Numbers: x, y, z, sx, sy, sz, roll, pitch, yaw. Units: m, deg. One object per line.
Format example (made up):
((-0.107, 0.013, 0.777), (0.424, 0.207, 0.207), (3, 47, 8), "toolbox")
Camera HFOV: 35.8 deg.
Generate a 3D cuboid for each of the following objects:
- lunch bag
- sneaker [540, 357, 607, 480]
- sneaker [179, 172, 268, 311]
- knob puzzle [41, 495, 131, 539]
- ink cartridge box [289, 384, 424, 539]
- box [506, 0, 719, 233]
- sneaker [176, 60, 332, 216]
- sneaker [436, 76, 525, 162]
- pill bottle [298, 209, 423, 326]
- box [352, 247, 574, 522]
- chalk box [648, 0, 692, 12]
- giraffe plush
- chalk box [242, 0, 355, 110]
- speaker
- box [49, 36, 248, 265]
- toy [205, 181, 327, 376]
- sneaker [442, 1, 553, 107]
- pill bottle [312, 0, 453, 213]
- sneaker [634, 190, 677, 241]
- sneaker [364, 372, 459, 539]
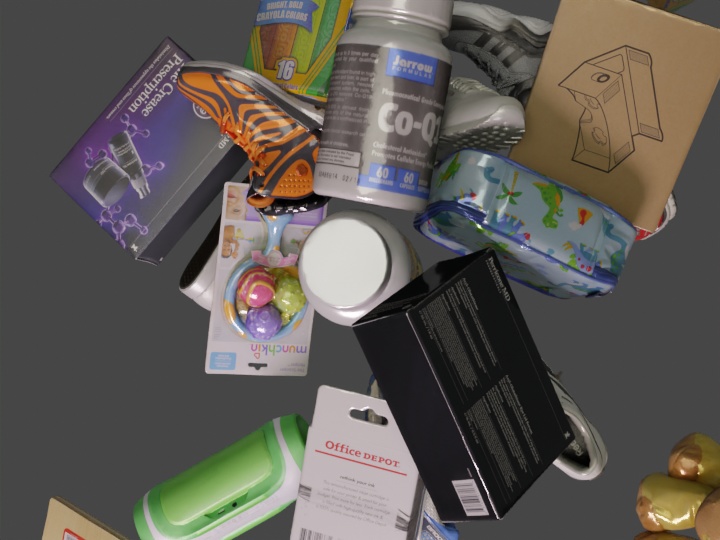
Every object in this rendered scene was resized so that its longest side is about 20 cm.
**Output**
((0.157, -0.041, 1.094), (0.198, 0.161, 0.083), (24, 82, -11), "lunch bag")
((0.175, 0.131, 1.131), (0.200, 0.088, 0.074), (43, 94, 11), "sneaker")
((-0.110, -0.040, 1.210), (0.084, 0.073, 0.201), (38, 82, -25), "sneaker")
((-0.274, 0.364, 1.193), (0.217, 0.030, 0.223), (5, 101, 28), "knob puzzle")
((0.002, 0.214, 1.090), (0.115, 0.067, 0.202), (13, 99, 14), "ink cartridge box")
((0.240, -0.154, 1.063), (0.162, 0.021, 0.202), (20, 113, 5), "box")
((-0.107, -0.127, 1.106), (0.198, 0.078, 0.113), (24, 74, 3), "sneaker")
((0.104, -0.158, 1.114), (0.076, 0.200, 0.082), (11, 85, -20), "sneaker")
((0.000, 0.000, 1.110), (0.111, 0.200, 0.114), (-1, 85, 9), "pill bottle")
((0.097, 0.103, 1.012), (0.078, 0.141, 0.202), (-15, 102, 47), "box")
((0.362, -0.368, 1.114), (0.199, 0.124, 0.125), (-29, 82, 6), "chalk box")
((0.364, 0.251, 1.050), (0.197, 0.162, 0.175), (8, 86, 10), "giraffe plush")
((-0.023, -0.266, 1.157), (0.123, 0.123, 0.202), (12, 88, 35), "chalk box")
((-0.136, 0.230, 1.172), (0.199, 0.088, 0.089), (-30, 82, 6), "speaker")
((-0.217, -0.128, 1.219), (0.141, 0.079, 0.200), (41, 92, 7), "box")
((-0.093, 0.014, 1.159), (0.114, 0.047, 0.203), (4, 96, -21), "toy")
((0.146, -0.207, 1.166), (0.198, 0.075, 0.115), (15, 85, 7), "sneaker")
((0.025, -0.163, 1.051), (0.112, 0.114, 0.203), (10, 93, 10), "pill bottle")
((0.241, -0.113, 1.119), (0.085, 0.077, 0.201), (-35, 102, 1), "sneaker")
((0.055, 0.198, 1.157), (0.084, 0.077, 0.202), (-12, 93, 2), "sneaker")
